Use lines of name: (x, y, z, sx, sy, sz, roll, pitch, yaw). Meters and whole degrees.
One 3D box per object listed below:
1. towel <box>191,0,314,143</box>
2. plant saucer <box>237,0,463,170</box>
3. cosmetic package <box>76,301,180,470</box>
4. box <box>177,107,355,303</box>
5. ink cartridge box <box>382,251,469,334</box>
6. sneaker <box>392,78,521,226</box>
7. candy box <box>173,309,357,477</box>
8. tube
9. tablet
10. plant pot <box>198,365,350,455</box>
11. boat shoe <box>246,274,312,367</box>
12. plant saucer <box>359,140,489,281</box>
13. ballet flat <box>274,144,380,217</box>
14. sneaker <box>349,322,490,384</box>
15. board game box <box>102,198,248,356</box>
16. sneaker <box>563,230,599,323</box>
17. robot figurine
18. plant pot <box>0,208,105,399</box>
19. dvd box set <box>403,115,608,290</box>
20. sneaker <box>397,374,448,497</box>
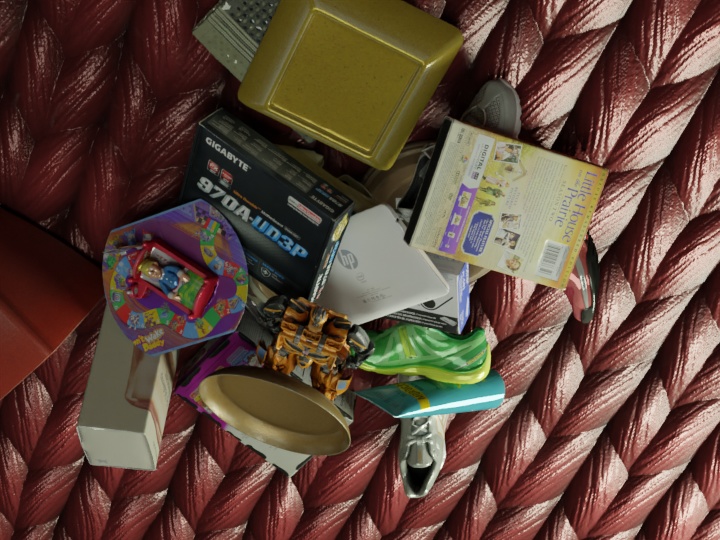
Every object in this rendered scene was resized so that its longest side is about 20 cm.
towel: (-0.059, -0.262, 1.527, 0.192, 0.035, 0.200, -36, 114, 28)
plant saucer: (-0.016, -0.213, 1.506, 0.198, 0.049, 0.201, 24, 124, -10)
cosmetic package: (-0.278, 0.130, 1.684, 0.086, 0.202, 0.104, 6, 147, 3)
box: (-0.113, -0.068, 1.582, 0.199, 0.046, 0.160, 36, 136, 12)
ink cartridge box: (0.031, 0.010, 1.641, 0.197, 0.044, 0.095, 12, 133, 18)
sneaker: (0.108, -0.125, 1.526, 0.081, 0.075, 0.202, 23, 99, -41)
candy box: (-0.121, 0.159, 1.778, 0.199, 0.061, 0.136, 39, 118, -17)
tube: (0.091, 0.155, 1.691, 0.198, 0.077, 0.051, -4, 104, -39)
tablet: (0.000, 0.000, 1.592, 0.199, 0.014, 0.131, -21, 112, 45)
plant pot: (-0.102, 0.168, 1.685, 0.197, 0.028, 0.201, 16, 152, 9)
boat shoe: (-0.087, 0.059, 1.711, 0.064, 0.073, 0.200, -7, 138, 39)
plant saucer: (0.088, -0.060, 1.636, 0.197, 0.030, 0.202, 4, 123, 5)
ballet flat: (-0.046, -0.098, 1.601, 0.199, 0.069, 0.070, 35, 122, 6)
sneaker: (0.063, 0.086, 1.688, 0.197, 0.074, 0.085, 6, 99, 3)
board game box: (-0.226, 0.013, 1.601, 0.198, 0.039, 0.160, -17, 90, 24)
sneaker: (0.228, -0.030, 1.622, 0.086, 0.074, 0.202, -9, 114, 20)
robot figurine: (-0.060, 0.095, 1.615, 0.143, 0.059, 0.200, 21, 155, 2)
plant pot: (-0.453, 0.044, 1.675, 0.199, 0.200, 0.176, -38, 101, 26)
dvd box set: (0.161, -0.072, 1.514, 0.198, 0.029, 0.148, 14, 103, -19)
sneaker: (0.081, 0.201, 1.760, 0.075, 0.092, 0.203, 0, 117, 7)
